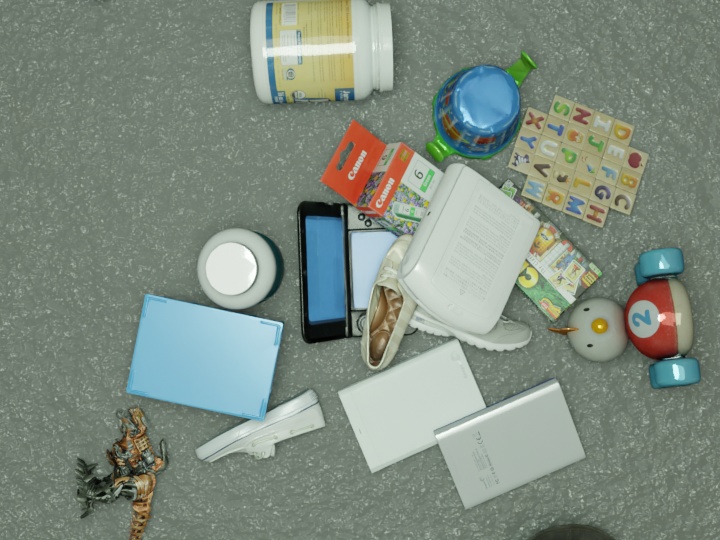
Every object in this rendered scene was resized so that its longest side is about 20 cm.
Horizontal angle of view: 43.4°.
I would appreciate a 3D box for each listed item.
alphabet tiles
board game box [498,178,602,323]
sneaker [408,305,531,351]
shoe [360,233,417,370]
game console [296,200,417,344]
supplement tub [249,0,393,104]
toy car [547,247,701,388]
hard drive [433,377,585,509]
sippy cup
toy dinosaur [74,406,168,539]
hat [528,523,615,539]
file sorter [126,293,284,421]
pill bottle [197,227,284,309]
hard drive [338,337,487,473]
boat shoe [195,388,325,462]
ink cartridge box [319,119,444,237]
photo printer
[{"bbox_3d":[0.328,-0.165,1.360,0.197,0.006,0.168,21,80,0],"label":"alphabet tiles"},{"bbox_3d":[0.253,-0.030,1.348,0.105,0.023,0.200,-44,79,1],"label":"board game box"},{"bbox_3d":[0.164,0.063,1.328,0.197,0.075,0.083,14,100,-11],"label":"sneaker"},{"bbox_3d":[0.046,0.047,1.284,0.069,0.053,0.203,16,94,13],"label":"shoe"},{"bbox_3d":[0.000,0.000,1.321,0.173,0.116,0.203,-2,91,0],"label":"game console"},{"bbox_3d":[-0.054,-0.317,1.304,0.197,0.145,0.147,-2,90,1],"label":"supplement tub"},{"bbox_3d":[0.370,0.081,1.305,0.197,0.177,0.187,-8,80,13],"label":"toy car"},{"bbox_3d":[0.224,0.260,1.354,0.198,0.025,0.133,-23,104,0],"label":"hard drive"},{"bbox_3d":[0.175,-0.237,1.312,0.137,0.130,0.181,11,90,0],"label":"sippy cup"},{"bbox_3d":[-0.350,0.310,1.341,0.134,0.102,0.203,-5,69,-16],"label":"toy dinosaur"},{"bbox_3d":[0.296,0.457,1.344,0.197,0.081,0.204,-1,95,-7],"label":"hat"},{"bbox_3d":[-0.217,0.121,1.319,0.197,0.123,0.141,12,91,0],"label":"file sorter"},{"bbox_3d":[-0.169,-0.003,1.279,0.109,0.200,0.113,0,90,0],"label":"pill bottle"},{"bbox_3d":[0.081,0.203,1.368,0.198,0.026,0.133,-24,90,1],"label":"hard drive"},{"bbox_3d":[-0.146,0.248,1.343,0.198,0.074,0.067,-26,88,0],"label":"boat shoe"},{"bbox_3d":[0.050,-0.121,1.309,0.199,0.050,0.110,33,79,-25],"label":"ink cartridge box"},{"bbox_3d":[0.149,-0.022,1.269,0.165,0.069,0.202,32,73,-20],"label":"photo printer"}]
